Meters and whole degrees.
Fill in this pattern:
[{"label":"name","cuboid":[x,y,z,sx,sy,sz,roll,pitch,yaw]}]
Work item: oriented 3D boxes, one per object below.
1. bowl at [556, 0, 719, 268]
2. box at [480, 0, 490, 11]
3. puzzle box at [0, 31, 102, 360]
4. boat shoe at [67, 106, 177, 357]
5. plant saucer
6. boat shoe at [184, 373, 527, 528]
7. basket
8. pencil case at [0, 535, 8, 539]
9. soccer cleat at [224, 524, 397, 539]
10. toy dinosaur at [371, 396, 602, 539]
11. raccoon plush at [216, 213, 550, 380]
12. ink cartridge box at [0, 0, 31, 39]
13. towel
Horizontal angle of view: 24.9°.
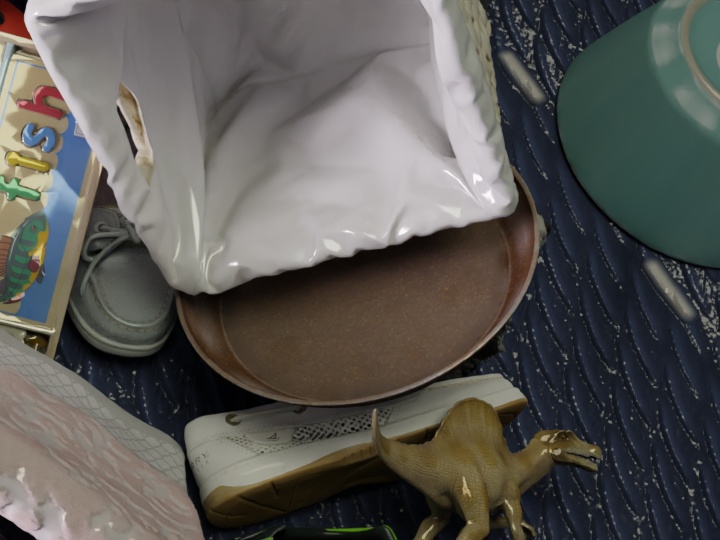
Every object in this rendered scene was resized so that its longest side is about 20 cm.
[{"label":"bowl","cuboid":[0.243,-0.113,1.092,0.200,0.105,0.201,9,56,-14]},{"label":"box","cuboid":[-0.027,-0.172,1.025,0.200,0.115,0.132,23,56,-2]},{"label":"puzzle box","cuboid":[-0.213,-0.032,0.876,0.133,0.025,0.200,14,82,-10]},{"label":"boat shoe","cuboid":[-0.132,-0.048,0.940,0.074,0.065,0.202,9,59,-14]},{"label":"plant saucer","cuboid":[0.000,0.000,0.885,0.200,0.035,0.200,-9,48,10]},{"label":"boat shoe","cuboid":[-0.002,0.080,0.905,0.200,0.071,0.069,-12,61,-27]},{"label":"basket","cuboid":[-0.039,-0.123,0.846,0.200,0.198,0.161,-14,41,12]},{"label":"pencil case","cuboid":[-0.188,0.163,0.757,0.200,0.078,0.089,34,40,23]},{"label":"soccer cleat","cuboid":[-0.074,0.160,0.822,0.200,0.081,0.068,-7,62,-21]},{"label":"toy dinosaur","cuboid":[0.051,0.117,0.865,0.200,0.058,0.101,9,82,-48]},{"label":"raccoon plush","cuboid":[0.014,-0.021,0.966,0.200,0.097,0.134,12,49,-12]},{"label":"ink cartridge box","cuboid":[-0.280,-0.127,0.946,0.109,0.050,0.200,39,56,7]},{"label":"towel","cuboid":[-0.155,0.075,0.769,0.200,0.191,0.032,37,95,-17]}]
